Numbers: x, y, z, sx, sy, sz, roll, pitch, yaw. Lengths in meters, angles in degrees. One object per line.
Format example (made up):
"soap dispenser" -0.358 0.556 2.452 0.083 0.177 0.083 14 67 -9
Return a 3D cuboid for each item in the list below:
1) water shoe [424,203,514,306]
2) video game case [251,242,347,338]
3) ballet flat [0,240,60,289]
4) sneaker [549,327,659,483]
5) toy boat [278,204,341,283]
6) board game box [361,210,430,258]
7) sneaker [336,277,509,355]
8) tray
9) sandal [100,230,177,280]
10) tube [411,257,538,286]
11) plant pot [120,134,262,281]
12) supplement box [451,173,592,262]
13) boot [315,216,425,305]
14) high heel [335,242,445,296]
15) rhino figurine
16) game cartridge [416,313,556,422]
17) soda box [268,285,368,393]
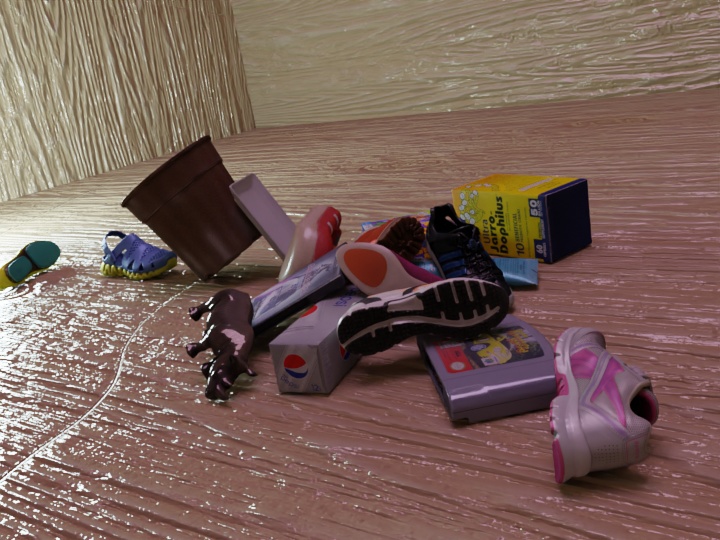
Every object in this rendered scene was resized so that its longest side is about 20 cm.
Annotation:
"water shoe" 0.143 -0.020 1.086 0.071 0.079 0.200 -19 41 -17
"video game case" -0.102 0.038 1.090 0.200 0.019 0.143 -32 15 12
"ballet flat" -0.714 -0.011 1.661 0.067 0.067 0.200 -27 14 17
"sneaker" 0.220 0.117 0.706 0.088 0.082 0.200 -3 26 17
"toy boat" -0.048 -0.017 1.248 0.130 0.131 0.200 21 20 1
"board game box" 0.082 -0.053 1.372 0.134 0.045 0.200 -11 17 -5
"sneaker" 0.071 0.042 0.909 0.199 0.074 0.080 -9 15 4
"tray" -0.151 -0.076 1.369 0.022 0.200 0.107 -36 7 23
"sandal" -0.441 -0.032 1.529 0.199 0.087 0.079 3 19 30
"tube" 0.159 0.003 1.153 0.199 0.051 0.078 -2 33 14
"plant pot" -0.283 -0.101 1.394 0.200 0.198 0.200 -38 7 6
"supplement box" 0.261 -0.090 1.283 0.109 0.109 0.200 -21 20 -34
"boot" 0.000 0.000 1.153 0.200 0.075 0.107 -43 21 -20
"high heel" 0.063 0.022 1.019 0.200 0.068 0.096 30 3 17
"rhino figurine" -0.169 0.092 0.979 0.087 0.060 0.200 -32 32 9
"game cartridge" 0.142 0.100 0.865 0.133 0.041 0.200 -7 17 -5
"soda box" -0.035 0.080 0.976 0.068 0.064 0.200 -2 18 25
